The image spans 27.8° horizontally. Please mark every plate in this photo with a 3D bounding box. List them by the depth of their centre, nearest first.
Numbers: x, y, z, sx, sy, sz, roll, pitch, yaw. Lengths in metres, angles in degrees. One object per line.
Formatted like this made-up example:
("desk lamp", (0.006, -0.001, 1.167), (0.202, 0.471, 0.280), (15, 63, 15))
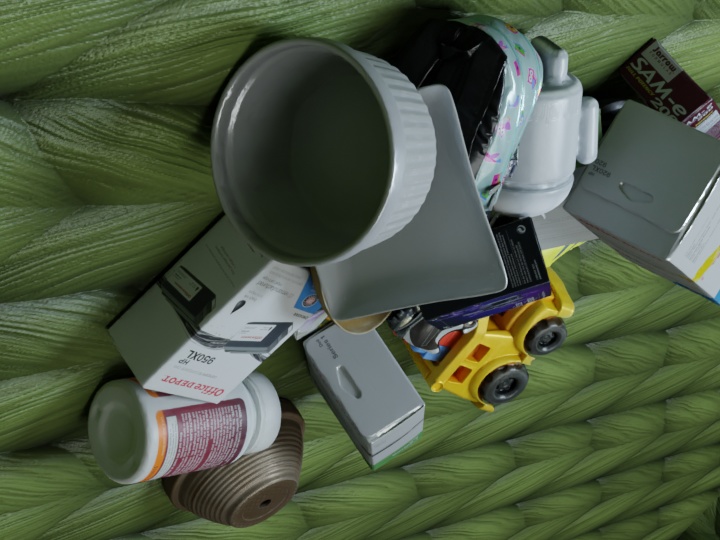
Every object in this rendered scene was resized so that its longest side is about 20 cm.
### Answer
("plate", (0.031, -0.062, 1.377), (0.199, 0.200, 0.032), (-12, -169, 33))

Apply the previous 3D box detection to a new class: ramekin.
("ramekin", (-0.026, -0.107, 1.304), (0.200, 0.200, 0.105), (-51, 159, 27))

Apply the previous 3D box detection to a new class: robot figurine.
("robot figurine", (0.170, -0.141, 1.521), (0.169, 0.113, 0.200), (-4, 116, -12))

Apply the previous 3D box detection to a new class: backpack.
("backpack", (0.089, -0.152, 1.415), (0.127, 0.167, 0.200), (-25, 140, -61))

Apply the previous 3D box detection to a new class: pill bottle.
("pill bottle", (-0.193, 0.168, 1.625), (0.200, 0.114, 0.114), (-4, 139, -46))

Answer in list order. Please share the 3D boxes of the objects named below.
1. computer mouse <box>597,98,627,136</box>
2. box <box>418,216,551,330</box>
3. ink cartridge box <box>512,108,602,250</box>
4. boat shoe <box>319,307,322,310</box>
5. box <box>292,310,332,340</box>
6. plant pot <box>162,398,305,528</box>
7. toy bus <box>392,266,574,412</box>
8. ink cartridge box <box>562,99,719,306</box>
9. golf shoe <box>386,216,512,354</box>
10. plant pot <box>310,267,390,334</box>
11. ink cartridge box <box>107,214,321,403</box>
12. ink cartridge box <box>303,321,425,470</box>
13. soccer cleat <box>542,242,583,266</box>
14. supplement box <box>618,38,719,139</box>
("computer mouse", (0.243, -0.139, 1.738), (0.140, 0.046, 0.200), (-15, 149, -18))
("box", (0.134, 0.008, 1.606), (0.141, 0.079, 0.200), (-16, 173, 7))
("ink cartridge box", (0.223, -0.116, 1.669), (0.104, 0.059, 0.200), (-11, 136, 2))
("boat shoe", (0.000, 0.000, 1.630), (0.201, 0.072, 0.061), (-27, 153, -20))
("box", (0.000, 0.017, 1.693), (0.200, 0.041, 0.039), (-27, 153, -20))
("plant pot", (-0.143, 0.261, 1.856), (0.201, 0.093, 0.201), (-29, 153, -17))
("toy bus", (0.143, 0.064, 1.864), (0.192, 0.136, 0.200), (18, 120, -40))
("ink cartridge box", (0.355, -0.073, 1.641), (0.145, 0.147, 0.200), (-60, 146, 1))
("golf shoe", (0.125, 0.018, 1.765), (0.200, 0.094, 0.078), (-42, -163, 18))
("plant pot", (0.000, -0.034, 1.522), (0.200, 0.027, 0.201), (-21, 115, -55))
("ink cartridge box", (-0.139, 0.039, 1.515), (0.200, 0.084, 0.145), (-43, 152, 14))
("ink cartridge box", (0.006, 0.145, 1.744), (0.084, 0.146, 0.200), (-32, 166, -9))
("soccer cleat", (0.231, -0.033, 1.833), (0.200, 0.065, 0.084), (-16, 112, -24))
("supplement box", (0.389, -0.190, 1.749), (0.061, 0.109, 0.200), (-41, 152, 10))
